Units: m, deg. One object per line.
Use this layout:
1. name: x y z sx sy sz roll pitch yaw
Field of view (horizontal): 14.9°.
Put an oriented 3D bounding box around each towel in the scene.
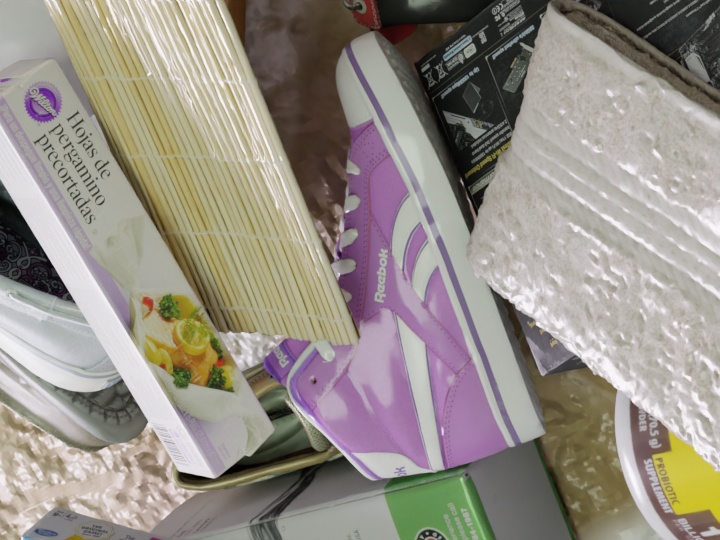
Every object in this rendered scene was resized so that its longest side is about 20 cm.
1. towel: 0.126 -0.008 1.118 0.200 0.034 0.133 38 122 35

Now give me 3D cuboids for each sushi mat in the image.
1. sushi mat: -0.070 -0.048 1.181 0.095 0.012 0.200 1 128 32

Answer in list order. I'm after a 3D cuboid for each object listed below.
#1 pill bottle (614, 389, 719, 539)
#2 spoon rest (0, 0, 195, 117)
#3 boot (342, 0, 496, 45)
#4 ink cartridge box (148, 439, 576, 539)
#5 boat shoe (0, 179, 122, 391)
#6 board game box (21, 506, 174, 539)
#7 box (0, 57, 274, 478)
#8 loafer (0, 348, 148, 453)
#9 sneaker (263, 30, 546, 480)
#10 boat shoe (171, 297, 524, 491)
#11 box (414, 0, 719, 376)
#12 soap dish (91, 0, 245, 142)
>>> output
1. pill bottle: 0.215 0.058 1.180 0.200 0.109 0.109 -16 103 41
2. spoon rest: -0.134 -0.100 1.237 0.200 0.061 0.100 -6 106 39
3. boot: -0.024 -0.176 1.238 0.200 0.072 0.145 14 117 15
4. ink cartridge box: 0.006 0.167 1.350 0.200 0.084 0.146 -15 103 29
5. boat shoe: -0.182 -0.023 1.266 0.201 0.070 0.072 32 138 1
6. board game box: -0.070 0.203 1.330 0.200 0.034 0.135 14 116 20
7. box: -0.106 0.000 1.211 0.041 0.039 0.200 1 125 59
8. loafer: -0.190 0.028 1.397 0.200 0.075 0.070 38 132 11
9. sneaker: 0.000 0.000 1.239 0.114 0.073 0.201 -18 98 8
10. boat shoe: -0.008 0.061 1.318 0.200 0.076 0.072 -33 94 30
11. box: 0.126 -0.067 1.169 0.200 0.050 0.158 -36 70 43
12. soap dish: -0.127 -0.083 1.312 0.157 0.081 0.200 10 114 20
